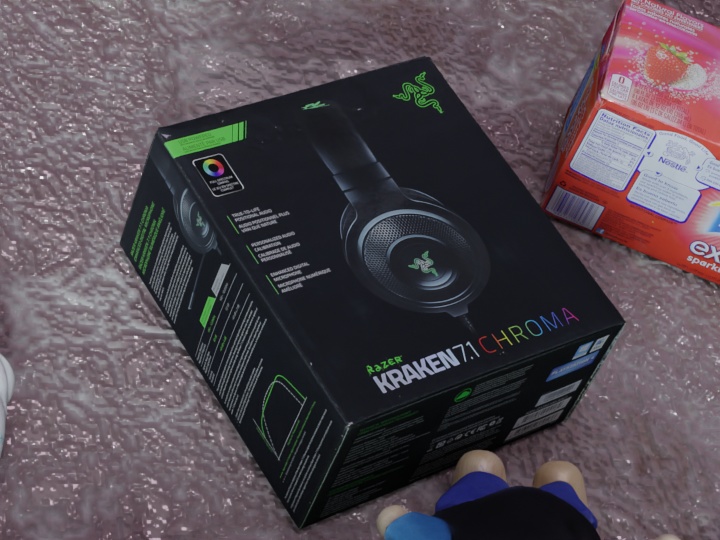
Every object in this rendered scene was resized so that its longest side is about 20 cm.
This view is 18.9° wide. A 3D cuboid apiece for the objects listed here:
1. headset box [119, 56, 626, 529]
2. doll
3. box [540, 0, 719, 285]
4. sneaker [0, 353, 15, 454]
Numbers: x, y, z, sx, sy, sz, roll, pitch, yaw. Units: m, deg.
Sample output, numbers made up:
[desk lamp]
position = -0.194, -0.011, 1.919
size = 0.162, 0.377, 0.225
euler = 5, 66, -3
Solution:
[headset box]
position = 0.000, 0.000, 1.078
size = 0.173, 0.093, 0.201
euler = -17, 60, -32
[doll]
position = 0.075, 0.121, 0.952
size = 0.135, 0.049, 0.200
euler = 7, 7, 5
[box]
position = 0.213, -0.058, 1.201
size = 0.199, 0.100, 0.096
euler = 22, 48, -2
[sneaker]
position = -0.252, 0.061, 0.950
size = 0.199, 0.071, 0.081
euler = 9, 53, -14
